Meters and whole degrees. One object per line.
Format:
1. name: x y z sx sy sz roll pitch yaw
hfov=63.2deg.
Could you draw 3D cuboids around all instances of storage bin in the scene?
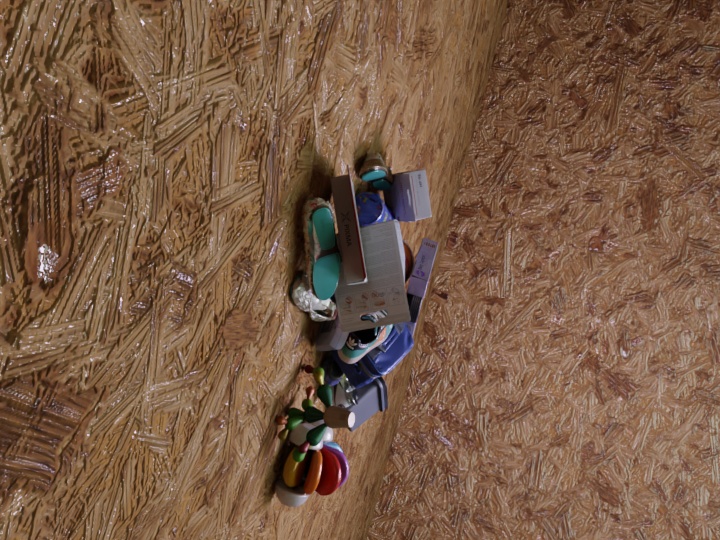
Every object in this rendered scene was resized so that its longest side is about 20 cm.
1. storage bin: -0.015 0.355 1.668 0.133 0.145 0.203 -37 151 -21

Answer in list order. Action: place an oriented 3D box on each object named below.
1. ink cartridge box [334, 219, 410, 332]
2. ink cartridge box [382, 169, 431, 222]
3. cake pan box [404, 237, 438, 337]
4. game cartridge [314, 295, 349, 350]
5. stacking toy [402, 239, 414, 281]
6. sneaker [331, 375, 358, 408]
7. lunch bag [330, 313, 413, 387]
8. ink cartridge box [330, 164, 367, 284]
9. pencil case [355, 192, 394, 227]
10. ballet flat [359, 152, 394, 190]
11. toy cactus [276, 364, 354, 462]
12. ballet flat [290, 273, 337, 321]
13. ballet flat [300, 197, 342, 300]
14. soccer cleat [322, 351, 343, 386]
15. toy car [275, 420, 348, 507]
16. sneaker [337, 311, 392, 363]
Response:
1. ink cartridge box: 0.020 0.013 1.211 0.047 0.155 0.208 -6 85 -71
2. ink cartridge box: 0.120 -0.186 1.461 0.199 0.065 0.120 -159 -121 -71
3. cake pan box: 0.148 0.045 1.529 0.202 0.051 0.189 -65 167 -56
4. game cartridge: -0.040 0.080 1.308 0.132 0.041 0.206 -14 -127 62
5. stacking toy: 0.070 -0.003 1.482 0.200 0.141 0.151 -83 -174 -77
6. sneaker: -0.056 0.271 1.534 0.203 0.086 0.075 -91 157 -51
7. lunch bag: 0.032 0.182 1.430 0.131 0.138 0.199 -36 -179 41
8. ink cartridge box: -0.022 -0.079 1.106 0.176 0.043 0.208 54 27 -86
9. pencil case: 0.036 -0.135 1.420 0.089 0.077 0.200 -61 166 3
10. ballet flat: 0.034 -0.238 1.373 0.200 0.068 0.068 20 60 -79
11. toy cactus: -0.090 0.300 1.243 0.103 0.160 0.205 57 42 -45
12. ballet flat: -0.084 0.059 1.183 0.200 0.070 0.074 60 48 -70
13. ballet flat: -0.074 -0.044 1.082 0.073 0.064 0.206 -14 123 -23
14. soccer cleat: -0.056 0.206 1.497 0.084 0.064 0.203 -47 -165 45
15. toy car: -0.099 0.453 1.361 0.200 0.145 0.181 16 90 -76
16. sneaker: 0.028 0.129 1.317 0.199 0.071 0.081 -40 168 -46
